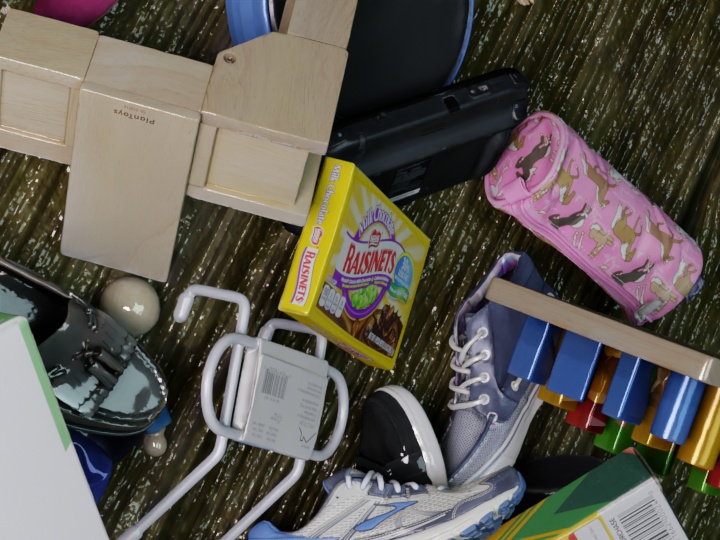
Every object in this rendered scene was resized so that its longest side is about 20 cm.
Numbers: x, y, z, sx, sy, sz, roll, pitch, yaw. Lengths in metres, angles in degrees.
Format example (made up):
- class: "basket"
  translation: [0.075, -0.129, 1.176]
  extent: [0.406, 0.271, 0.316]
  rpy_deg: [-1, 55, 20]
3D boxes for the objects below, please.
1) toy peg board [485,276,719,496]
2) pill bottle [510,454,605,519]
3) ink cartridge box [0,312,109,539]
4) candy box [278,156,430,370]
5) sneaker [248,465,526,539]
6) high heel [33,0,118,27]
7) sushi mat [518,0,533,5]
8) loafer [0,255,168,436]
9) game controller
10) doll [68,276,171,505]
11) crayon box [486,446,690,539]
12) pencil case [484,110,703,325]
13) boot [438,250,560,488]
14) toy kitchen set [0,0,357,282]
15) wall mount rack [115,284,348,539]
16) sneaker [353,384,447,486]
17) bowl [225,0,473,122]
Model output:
- class: "toy peg board"
  translation: [0.207, 0.095, 1.300]
  extent: [0.198, 0.199, 0.099]
  rpy_deg: [17, 92, -45]
- class: "pill bottle"
  translation: [0.159, 0.249, 1.398]
  extent: [0.111, 0.111, 0.202]
  rpy_deg: [-16, 104, -35]
- class: "ink cartridge box"
  translation: [-0.241, 0.097, 1.016]
  extent: [0.087, 0.199, 0.147]
  rpy_deg: [-31, 112, -35]
- class: "candy box"
  translation: [0.000, 0.000, 1.239]
  extent: [0.200, 0.026, 0.103]
  rpy_deg: [38, 66, -69]
- class: "sneaker"
  translation: [0.013, 0.165, 1.235]
  extent: [0.198, 0.077, 0.086]
  rpy_deg: [-23, 74, -4]
- class: "high heel"
  translation: [-0.161, -0.231, 1.094]
  extent: [0.096, 0.067, 0.201]
  rpy_deg: [26, 105, -41]
- class: "sushi mat"
  translation: [0.056, -0.277, 1.290]
  extent: [0.200, 0.012, 0.096]
  rpy_deg: [43, 26, -33]
- class: "loafer"
  translation: [-0.198, 0.035, 1.088]
  extent: [0.199, 0.063, 0.072]
  rpy_deg: [33, 68, -13]
- class: "game controller"
  translation: [0.032, -0.082, 1.283]
  extent: [0.199, 0.105, 0.042]
  rpy_deg: [-20, 67, -33]
- class: "doll"
  translation: [-0.181, 0.094, 1.157]
  extent: [0.136, 0.048, 0.201]
  rpy_deg: [36, 73, -36]
- class: "crayon box"
  translation: [0.141, 0.230, 1.296]
  extent: [0.199, 0.051, 0.128]
  rpy_deg: [-31, 116, 2]
- class: "pencil case"
  translation: [0.178, -0.038, 1.404]
  extent: [0.083, 0.087, 0.200]
  rpy_deg: [-45, 124, 10]
- class: "boot"
  translation: [0.086, 0.082, 1.357]
  extent: [0.091, 0.072, 0.201]
  rpy_deg: [51, 56, -24]
- class: "toy kitchen set"
  translation: [-0.117, -0.114, 1.155]
  extent: [0.198, 0.164, 0.182]
  rpy_deg: [15, 52, -4]
- class: "wall mount rack"
  translation: [-0.083, 0.108, 1.197]
  extent: [0.200, 0.074, 0.176]
  rpy_deg: [27, 73, -62]
- class: "sneaker"
  translation: [0.001, 0.189, 1.294]
  extent: [0.111, 0.073, 0.202]
  rpy_deg: [-12, 100, -33]
- class: "bowl"
  translation: [-0.001, -0.190, 1.274]
  extent: [0.199, 0.039, 0.203]
  rpy_deg: [-4, 97, -38]
